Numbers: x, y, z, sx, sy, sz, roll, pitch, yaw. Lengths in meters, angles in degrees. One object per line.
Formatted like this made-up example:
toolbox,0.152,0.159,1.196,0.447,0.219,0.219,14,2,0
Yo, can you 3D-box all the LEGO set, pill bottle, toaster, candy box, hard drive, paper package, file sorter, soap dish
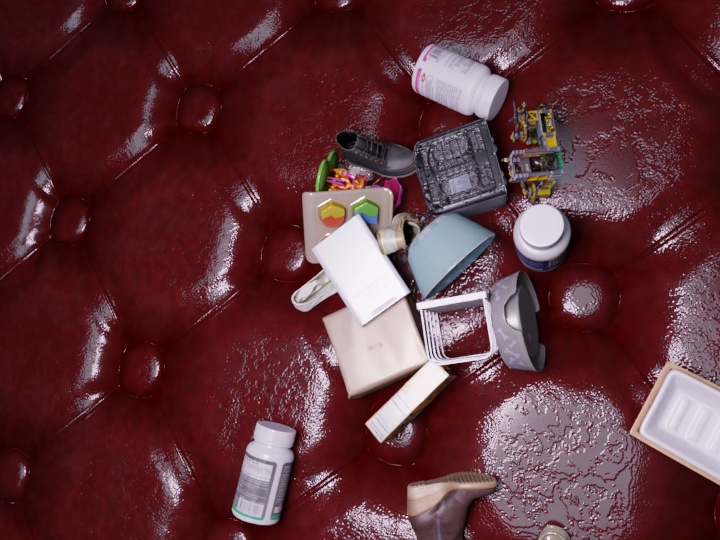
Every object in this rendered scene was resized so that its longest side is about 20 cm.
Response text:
LEGO set,0.345,-0.247,1.257,0.114,0.154,0.203,-5,86,-1
pill bottle,0.226,-0.424,1.347,0.199,0.113,0.114,31,91,20
pill bottle,-0.212,0.453,1.337,0.112,0.113,0.203,12,84,19
toaster,0.214,-0.209,1.310,0.198,0.119,0.183,-17,75,14
candy box,0.110,0.274,1.261,0.200,0.115,0.055,-46,70,5
hard drive,0.000,0.000,1.272,0.131,0.025,0.201,-35,79,11
pill bottle,0.365,-0.067,1.193,0.109,0.200,0.113,-3,80,17
paper package,0.042,0.155,1.312,0.198,0.103,0.193,-25,74,13
file sorter,0.208,0.121,1.216,0.137,0.200,0.126,-10,82,16
soap dish,0.632,0.288,1.108,0.198,0.081,0.159,29,90,21

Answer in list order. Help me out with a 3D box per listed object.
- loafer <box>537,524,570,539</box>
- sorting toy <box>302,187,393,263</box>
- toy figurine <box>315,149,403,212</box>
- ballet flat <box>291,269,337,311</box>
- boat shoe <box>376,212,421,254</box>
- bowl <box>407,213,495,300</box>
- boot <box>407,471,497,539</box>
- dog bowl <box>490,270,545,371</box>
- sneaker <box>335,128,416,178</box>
loafer,0.367,0.601,1.146,0.075,0.068,0.203,8,83,19
sorting toy,-0.027,-0.094,1.321,0.197,0.187,0.037,-2,38,-4
toy figurine,0.006,-0.187,1.353,0.181,0.200,0.152,13,92,7
ballet flat,-0.082,0.026,1.394,0.199,0.069,0.070,-38,72,8
boat shoe,0.099,-0.081,1.289,0.066,0.200,0.075,-8,108,25
bowl,0.175,-0.043,1.244,0.201,0.201,0.105,-43,79,6
boot,0.199,0.514,1.230,0.197,0.072,0.169,-13,89,14
dog bowl,0.315,0.104,1.189,0.058,0.199,0.203,-13,76,28
sneaker,0.039,-0.272,1.385,0.197,0.106,0.076,11,84,19
